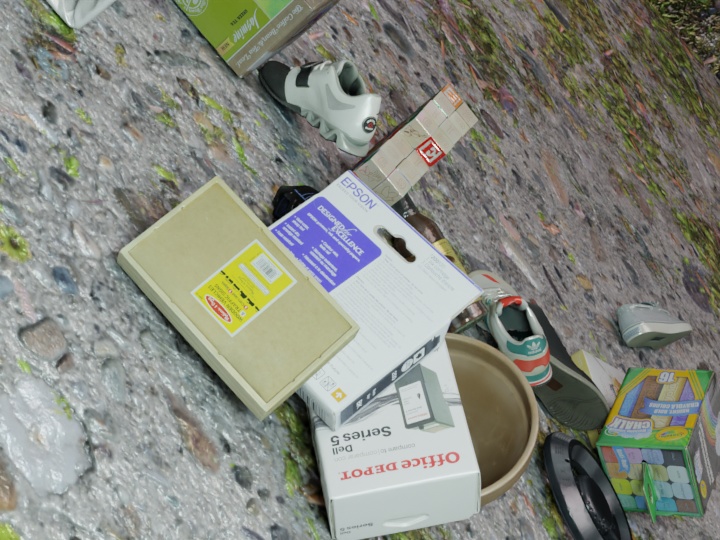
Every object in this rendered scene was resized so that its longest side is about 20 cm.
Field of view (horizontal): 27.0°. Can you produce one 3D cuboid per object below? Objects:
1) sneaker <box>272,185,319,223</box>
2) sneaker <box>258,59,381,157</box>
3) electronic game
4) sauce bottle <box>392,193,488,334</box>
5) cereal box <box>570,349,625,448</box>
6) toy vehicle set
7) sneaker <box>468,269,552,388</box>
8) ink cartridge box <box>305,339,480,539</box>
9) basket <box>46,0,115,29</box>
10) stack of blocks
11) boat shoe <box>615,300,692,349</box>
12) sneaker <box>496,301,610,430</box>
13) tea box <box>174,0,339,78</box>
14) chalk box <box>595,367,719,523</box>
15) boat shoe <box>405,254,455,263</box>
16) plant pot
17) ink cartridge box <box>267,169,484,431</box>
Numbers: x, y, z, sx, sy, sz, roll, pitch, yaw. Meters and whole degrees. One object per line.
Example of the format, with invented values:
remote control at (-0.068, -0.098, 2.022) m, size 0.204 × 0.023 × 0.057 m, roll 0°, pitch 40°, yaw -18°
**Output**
sneaker at (-0.054, -0.045, 1.590) m, size 0.078 × 0.070 × 0.200 m, roll 25°, pitch 8°, yaw -12°
sneaker at (-0.041, -0.217, 1.773) m, size 0.074 × 0.089 × 0.200 m, roll 5°, pitch 26°, yaw -48°
electronic game at (0.281, 0.291, 1.846) m, size 0.200 × 0.041 × 0.201 m, roll 50°, pitch 23°, yaw -30°
sauce bottle at (0.084, -0.017, 1.842) m, size 0.201 × 0.065 × 0.065 m, roll 62°, pitch 26°, yaw 9°
cereal box at (0.370, 0.205, 2.108) m, size 0.200 × 0.039 × 0.145 m, roll 28°, pitch 38°, yaw -45°
toy vehicle set at (-0.111, 0.022, 1.368) m, size 0.124 × 0.027 × 0.200 m, roll -39°, pitch 81°, yaw -25°
sneaker at (0.184, 0.050, 1.862) m, size 0.094 × 0.070 × 0.200 m, roll 84°, pitch -14°, yaw -45°
ink cartridge box at (0.024, 0.143, 1.438) m, size 0.084 × 0.144 × 0.201 m, roll 87°, pitch -8°, yaw -52°
basket at (-0.264, -0.390, 1.525) m, size 0.200 × 0.198 × 0.161 m, roll 50°, pitch 24°, yaw -9°
stack of blocks at (0.050, -0.134, 1.770) m, size 0.059 × 0.115 × 0.200 m, roll 50°, pitch 36°, yaw -5°
boat shoe at (0.469, 0.080, 2.396) m, size 0.200 × 0.070 × 0.072 m, roll 7°, pitch 57°, yaw -55°
sneaker at (0.258, 0.120, 1.969) m, size 0.200 × 0.075 × 0.107 m, roll 42°, pitch 32°, yaw -25°
tea box at (-0.130, -0.364, 1.793) m, size 0.197 × 0.133 × 0.200 m, roll 49°, pitch 26°, yaw -4°
chalk box at (0.389, 0.236, 1.943) m, size 0.200 × 0.123 × 0.125 m, roll -54°, pitch 135°, yaw -44°
boat shoe at (0.054, 0.045, 1.702) m, size 0.200 × 0.072 × 0.072 m, roll -49°, pitch 138°, yaw -55°
plant pot at (0.079, 0.171, 1.527) m, size 0.093 × 0.199 × 0.202 m, roll 87°, pitch -8°, yaw -52°
ink cartridge box at (-0.018, 0.024, 1.441) m, size 0.200 × 0.043 × 0.198 m, roll -37°, pitch 66°, yaw -23°
